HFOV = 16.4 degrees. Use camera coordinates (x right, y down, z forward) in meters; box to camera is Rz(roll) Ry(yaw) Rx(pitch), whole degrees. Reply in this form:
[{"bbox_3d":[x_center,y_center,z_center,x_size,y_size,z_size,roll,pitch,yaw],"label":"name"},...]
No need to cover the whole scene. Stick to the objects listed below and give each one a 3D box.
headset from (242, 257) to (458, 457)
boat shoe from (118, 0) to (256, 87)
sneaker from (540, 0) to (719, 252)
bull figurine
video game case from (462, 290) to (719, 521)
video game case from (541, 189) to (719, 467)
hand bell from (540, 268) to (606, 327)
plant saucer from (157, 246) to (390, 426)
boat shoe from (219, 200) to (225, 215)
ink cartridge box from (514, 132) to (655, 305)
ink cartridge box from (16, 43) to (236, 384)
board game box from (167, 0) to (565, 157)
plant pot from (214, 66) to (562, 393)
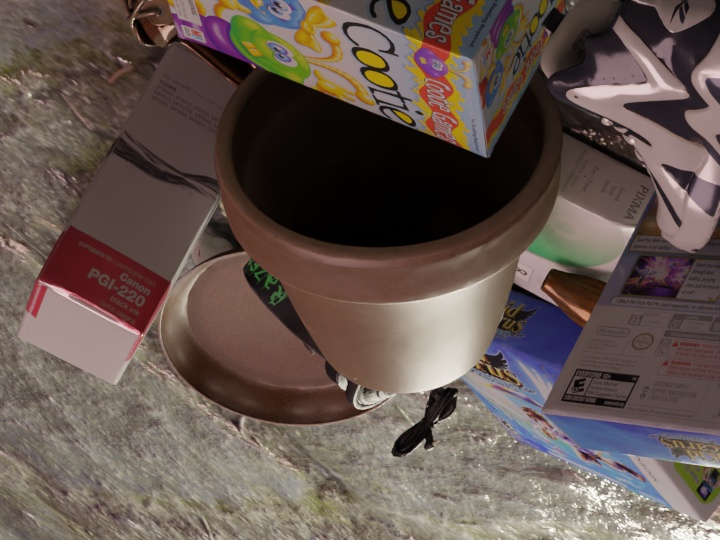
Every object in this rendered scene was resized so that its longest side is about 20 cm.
[{"bbox_3d":[-0.008,0.057,1.713,0.200,0.094,0.124,32,-167,-35],"label":"headset"},{"bbox_3d":[-0.113,-0.174,1.537,0.200,0.072,0.076,32,159,-5],"label":"boat shoe"},{"bbox_3d":[0.155,-0.095,1.356,0.129,0.080,0.199,27,159,11],"label":"sneaker"},{"bbox_3d":[-0.084,0.041,2.002,0.200,0.065,0.121,41,161,-21],"label":"bull figurine"},{"bbox_3d":[0.146,0.085,1.765,0.200,0.046,0.181,21,158,46],"label":"video game case"},{"bbox_3d":[0.220,0.024,1.395,0.200,0.182,0.045,4,149,49],"label":"video game case"},{"bbox_3d":[0.205,0.052,1.581,0.200,0.104,0.104,30,159,-1],"label":"hand bell"},{"bbox_3d":[-0.056,0.044,1.918,0.199,0.032,0.201,5,138,4],"label":"plant saucer"},{"bbox_3d":[-0.049,-0.058,1.729,0.062,0.071,0.200,36,163,-8],"label":"boat shoe"},{"bbox_3d":[0.176,-0.004,1.579,0.200,0.050,0.161,30,159,7],"label":"ink cartridge box"},{"bbox_3d":[-0.149,-0.038,1.713,0.085,0.200,0.146,27,160,-4],"label":"ink cartridge box"},{"bbox_3d":[0.000,-0.161,1.373,0.199,0.105,0.103,22,157,18],"label":"board game box"},{"bbox_3d":[0.023,-0.024,1.481,0.200,0.200,0.175,21,145,23],"label":"plant pot"}]
